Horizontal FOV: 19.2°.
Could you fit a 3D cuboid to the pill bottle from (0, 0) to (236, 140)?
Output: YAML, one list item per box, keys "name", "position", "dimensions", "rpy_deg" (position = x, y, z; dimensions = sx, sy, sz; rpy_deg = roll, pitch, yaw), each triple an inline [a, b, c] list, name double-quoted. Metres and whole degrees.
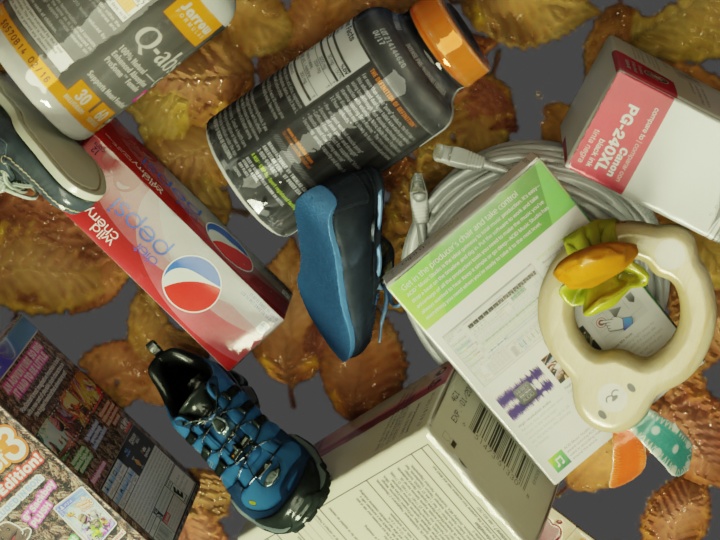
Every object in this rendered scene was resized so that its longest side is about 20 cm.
- name: "pill bottle"
  position: [-0.163, -0.196, 1.532]
  dimensions: [0.200, 0.116, 0.116]
  rpy_deg: [-38, 100, 4]

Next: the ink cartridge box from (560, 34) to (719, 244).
- name: "ink cartridge box"
  position: [0.250, -0.078, 1.523]
  dimensions: [0.200, 0.145, 0.083]
  rpy_deg: [27, 105, -3]

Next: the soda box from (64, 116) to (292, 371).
- name: "soda box"
  position: [-0.144, -0.021, 1.607]
  dimensions: [0.200, 0.070, 0.063]
  rpy_deg: [45, 106, -8]

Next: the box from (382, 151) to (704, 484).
- name: "box"
  position: [0.132, 0.035, 1.539]
  dimensions: [0.144, 0.036, 0.200]
  rpy_deg: [-39, 105, 2]

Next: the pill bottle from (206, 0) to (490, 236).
- name: "pill bottle"
  position: [-0.005, -0.120, 1.551]
  dimensions: [0.200, 0.106, 0.106]
  rpy_deg: [-33, 101, 12]

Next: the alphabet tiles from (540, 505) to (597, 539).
- name: "alphabet tiles"
  position: [0.123, 0.285, 1.706]
  dimensions: [0.166, 0.006, 0.200]
  rpy_deg: [37, 105, -6]

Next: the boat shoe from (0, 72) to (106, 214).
- name: "boat shoe"
  position: [-0.252, -0.089, 1.544]
  dimensions: [0.062, 0.075, 0.200]
  rpy_deg: [-52, 52, 7]

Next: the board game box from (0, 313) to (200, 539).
- name: "board game box"
  position: [-0.234, 0.154, 1.617]
  dimensions: [0.200, 0.159, 0.097]
  rpy_deg: [44, 104, -7]

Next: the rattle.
- name: "rattle"
  position: [0.185, 0.071, 1.462]
  dimensions: [0.130, 0.143, 0.200]
  rpy_deg: [2, 101, -6]

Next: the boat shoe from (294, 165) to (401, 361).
- name: "boat shoe"
  position: [0.000, 0.000, 1.564]
  dimensions: [0.069, 0.200, 0.084]
  rpy_deg: [-33, 68, -19]

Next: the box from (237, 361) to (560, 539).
- name: "box"
  position: [0.031, 0.176, 1.599]
  dimensions: [0.200, 0.109, 0.128]
  rpy_deg: [-33, 105, 31]

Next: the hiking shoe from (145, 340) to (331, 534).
- name: "hiking shoe"
  position: [-0.098, 0.126, 1.576]
  dimensions: [0.087, 0.200, 0.074]
  rpy_deg: [35, 93, -40]

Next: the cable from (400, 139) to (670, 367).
- name: "cable"
  position: [0.130, 0.002, 1.596]
  dimensions: [0.199, 0.069, 0.200]
  rpy_deg: [6, 107, 2]
